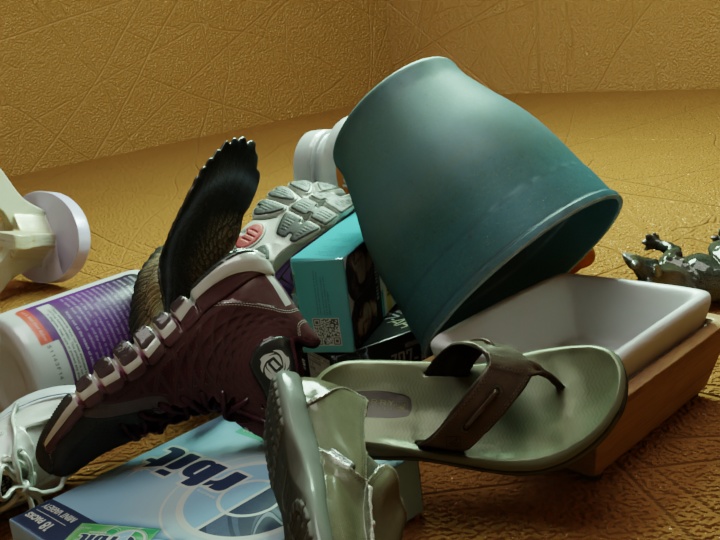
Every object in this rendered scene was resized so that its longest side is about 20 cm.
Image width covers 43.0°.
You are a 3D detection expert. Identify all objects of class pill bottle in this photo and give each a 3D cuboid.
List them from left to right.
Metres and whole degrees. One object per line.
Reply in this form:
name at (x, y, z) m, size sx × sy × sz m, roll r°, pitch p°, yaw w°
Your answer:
pill bottle at (-0.224, 0.065, 0.819) m, size 0.110 × 0.114 × 0.198 m, roll 7°, pitch 22°, yaw 43°
pill bottle at (0.031, -0.109, 0.960) m, size 0.197 × 0.114 × 0.112 m, roll 1°, pitch 17°, yaw 31°

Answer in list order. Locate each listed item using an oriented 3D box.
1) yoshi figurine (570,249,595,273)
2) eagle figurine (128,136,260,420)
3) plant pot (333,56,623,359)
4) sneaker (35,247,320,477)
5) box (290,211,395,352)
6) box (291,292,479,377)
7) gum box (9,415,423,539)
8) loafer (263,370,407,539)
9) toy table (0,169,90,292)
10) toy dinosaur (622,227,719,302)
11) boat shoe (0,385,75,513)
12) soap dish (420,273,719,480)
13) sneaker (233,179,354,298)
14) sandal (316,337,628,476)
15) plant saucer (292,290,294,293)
yoshi figurine at (0.155, -0.023, 0.976) m, size 0.197 × 0.114 × 0.112 m, roll -16°, pitch 24°, yaw -21°
eagle figurine at (-0.129, 0.015, 0.732) m, size 0.149 × 0.203 × 0.151 m, roll -18°, pitch -19°, yaw 13°
plant pot at (0.079, -0.063, 0.753) m, size 0.198 × 0.189 × 0.201 m, roll -33°, pitch -18°, yaw -12°
sneaker at (-0.108, 0.088, 0.598) m, size 0.200 × 0.116 × 0.076 m, roll -43°, pitch -9°, yaw -8°
box at (0.000, 0.000, 0.834) m, size 0.048 × 0.084 × 0.200 m, roll -1°, pitch 17°, yaw 20°
box at (-0.005, 0.057, 0.875) m, size 0.158 × 0.044 × 0.199 m, roll -17°, pitch 18°, yaw -28°
gum box at (-0.087, 0.152, 0.570) m, size 0.168 × 0.045 × 0.198 m, roll 9°, pitch 22°, yaw 44°
loafer at (-0.004, 0.129, 0.471) m, size 0.068 × 0.076 × 0.202 m, roll 1°, pitch 42°, yaw -16°
toy table at (-0.477, -0.046, 1.261) m, size 0.198 × 0.188 × 0.116 m, roll -7°, pitch -5°, yaw 39°
toy dinosaur at (0.339, 0.002, 0.895) m, size 0.196 × 0.078 × 0.103 m, roll -4°, pitch 27°, yaw -8°
boat shoe at (-0.250, 0.143, 0.625) m, size 0.200 × 0.076 × 0.085 m, roll -21°, pitch 20°, yaw -35°
soap dish at (0.161, 0.070, 0.679) m, size 0.156 × 0.083 × 0.198 m, roll 9°, pitch 22°, yaw 45°
sneaker at (-0.080, -0.012, 0.874) m, size 0.080 × 0.084 × 0.200 m, roll 29°, pitch 58°, yaw 28°
sandal at (0.061, 0.077, 0.549) m, size 0.197 × 0.058 × 0.081 m, roll -5°, pitch 52°, yaw 9°
plant saucer at (-0.152, 0.031, 1.027) m, size 0.196 × 0.051 × 0.200 m, roll -7°, pitch 15°, yaw 2°
